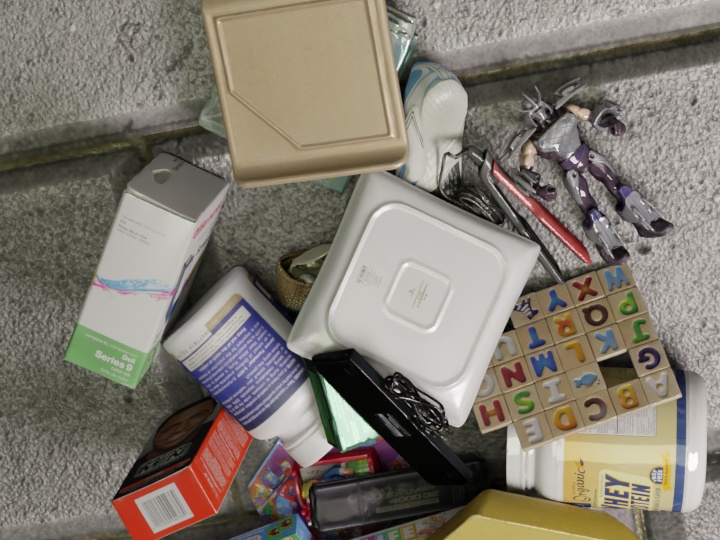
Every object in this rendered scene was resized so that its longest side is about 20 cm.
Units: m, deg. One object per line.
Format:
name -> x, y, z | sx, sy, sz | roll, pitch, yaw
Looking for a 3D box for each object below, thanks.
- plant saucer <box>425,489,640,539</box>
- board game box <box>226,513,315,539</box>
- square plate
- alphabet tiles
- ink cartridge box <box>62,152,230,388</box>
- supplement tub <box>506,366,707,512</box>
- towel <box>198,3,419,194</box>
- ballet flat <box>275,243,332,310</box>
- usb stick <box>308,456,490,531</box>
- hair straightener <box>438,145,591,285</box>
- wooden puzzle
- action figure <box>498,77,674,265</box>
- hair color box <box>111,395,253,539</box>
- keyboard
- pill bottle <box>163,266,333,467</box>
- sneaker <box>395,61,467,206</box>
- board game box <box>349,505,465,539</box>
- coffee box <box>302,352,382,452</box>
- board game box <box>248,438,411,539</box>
plant saucer -> 0.163, 0.283, 1.695 | 0.198, 0.049, 0.200 | 13, 148, -18
board game box -> -0.124, 0.365, 1.848 | 0.198, 0.037, 0.152 | -22, 122, 16
square plate -> 0.054, 0.026, 1.626 | 0.197, 0.028, 0.202 | 25, 88, -6
alphabet tiles -> 0.200, 0.089, 1.652 | 0.198, 0.168, 0.008 | -19, 145, 3
ink cartridge box -> -0.219, -0.003, 1.696 | 0.087, 0.145, 0.202 | 22, 111, 1
supplement tub -> 0.250, 0.171, 1.685 | 0.198, 0.145, 0.146 | 2, 109, 8
towel -> -0.051, -0.198, 1.658 | 0.170, 0.048, 0.201 | 27, 111, 2
ballet flat -> 0.000, 0.000, 1.690 | 0.198, 0.071, 0.066 | -9, 127, 19
usb stick -> 0.041, 0.241, 1.775 | 0.198, 0.033, 0.056 | -9, 101, -6
hair straightener -> 0.144, -0.050, 1.653 | 0.077, 0.041, 0.200 | -41, 118, 17
wooden puzzle -> -0.053, -0.191, 1.619 | 0.183, 0.037, 0.202 | -6, 102, 14
action figure -> 0.221, -0.102, 1.631 | 0.130, 0.069, 0.200 | -40, 107, 3
hair color box -> -0.182, 0.203, 1.733 | 0.101, 0.200, 0.062 | -25, 104, 16
keyboard -> 0.046, 0.139, 1.626 | 0.200, 0.040, 0.104 | 46, 151, -25
pill bottle -> -0.099, 0.106, 1.729 | 0.120, 0.120, 0.200 | -42, 97, 19
sneaker -> 0.065, -0.117, 1.664 | 0.071, 0.073, 0.202 | -3, 124, -19
board game box -> 0.048, 0.342, 1.799 | 0.198, 0.034, 0.135 | -16, 121, 3
coffee box -> 0.045, 0.094, 1.692 | 0.198, 0.044, 0.124 | -21, 105, -18
board game box -> -0.029, 0.238, 1.806 | 0.157, 0.039, 0.201 | 33, 111, -3
